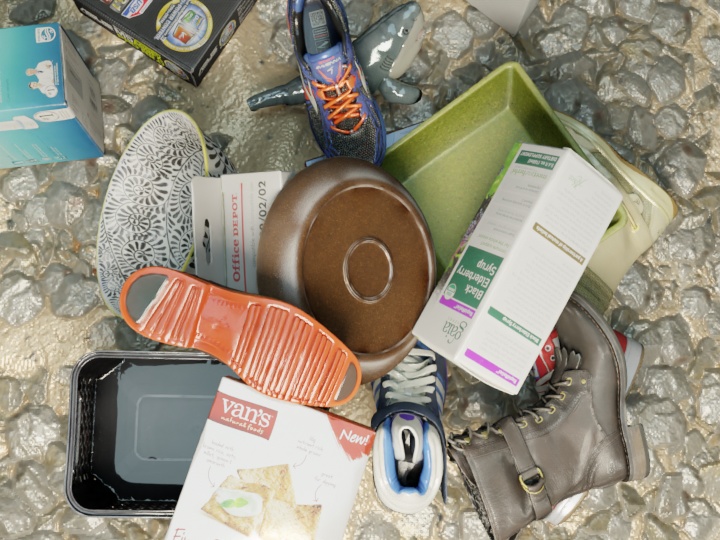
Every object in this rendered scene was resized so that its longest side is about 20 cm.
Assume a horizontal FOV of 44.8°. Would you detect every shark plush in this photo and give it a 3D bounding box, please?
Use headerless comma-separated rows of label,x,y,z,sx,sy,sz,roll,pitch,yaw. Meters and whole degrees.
shark plush,-0.025,-0.219,0.914,0.196,0.084,0.092,-10,60,9

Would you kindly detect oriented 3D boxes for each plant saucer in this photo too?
plant saucer,0.000,0.000,0.767,0.198,0.032,0.204,2,87,-37
plant saucer,0.126,-0.068,0.863,0.199,0.048,0.201,-34,73,8

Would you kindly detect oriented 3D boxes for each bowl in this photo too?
bowl,-0.169,-0.044,0.850,0.093,0.199,0.205,16,75,-42

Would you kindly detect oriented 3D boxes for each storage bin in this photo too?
storage bin,-0.149,0.142,0.774,0.196,0.094,0.138,2,83,-5

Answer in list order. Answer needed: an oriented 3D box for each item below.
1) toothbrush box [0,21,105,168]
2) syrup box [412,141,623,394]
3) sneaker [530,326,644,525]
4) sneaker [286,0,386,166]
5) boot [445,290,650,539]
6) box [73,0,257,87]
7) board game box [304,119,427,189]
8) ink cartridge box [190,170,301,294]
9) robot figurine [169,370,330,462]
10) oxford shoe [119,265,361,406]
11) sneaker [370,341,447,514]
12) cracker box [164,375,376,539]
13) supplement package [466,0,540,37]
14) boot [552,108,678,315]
toothbrush box,-0.368,-0.161,0.856,0.196,0.147,0.087,-8,79,-3
syrup box,0.136,-0.004,0.766,0.081,0.079,0.202,31,88,-28
sneaker,0.193,0.136,0.861,0.111,0.071,0.202,28,72,-1
sneaker,-0.030,-0.185,0.839,0.074,0.078,0.203,-21,92,5
boot,0.157,0.132,0.787,0.171,0.069,0.203,-16,81,-10
box,-0.189,-0.325,0.945,0.159,0.044,0.202,32,80,4
board game box,0.050,-0.098,0.925,0.197,0.019,0.105,-19,80,-6
ink cartridge box,-0.070,-0.030,0.803,0.067,0.199,0.117,-1,93,25
robot figurine,-0.119,0.139,0.854,0.145,0.058,0.200,44,81,5
oxford shoe,-0.090,0.047,0.699,0.198,0.073,0.072,27,90,-5
sneaker,0.049,0.123,0.819,0.079,0.147,0.204,4,79,-2
cracker box,-0.081,0.201,0.697,0.132,0.058,0.203,19,81,-2
supplement package,0.159,-0.406,0.922,0.190,0.147,0.201,38,81,5
boot,0.205,-0.061,0.901,0.199,0.073,0.156,38,82,2
